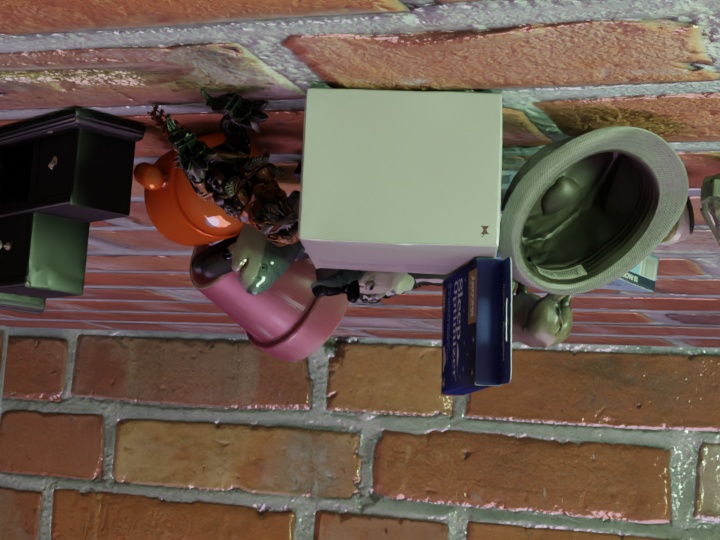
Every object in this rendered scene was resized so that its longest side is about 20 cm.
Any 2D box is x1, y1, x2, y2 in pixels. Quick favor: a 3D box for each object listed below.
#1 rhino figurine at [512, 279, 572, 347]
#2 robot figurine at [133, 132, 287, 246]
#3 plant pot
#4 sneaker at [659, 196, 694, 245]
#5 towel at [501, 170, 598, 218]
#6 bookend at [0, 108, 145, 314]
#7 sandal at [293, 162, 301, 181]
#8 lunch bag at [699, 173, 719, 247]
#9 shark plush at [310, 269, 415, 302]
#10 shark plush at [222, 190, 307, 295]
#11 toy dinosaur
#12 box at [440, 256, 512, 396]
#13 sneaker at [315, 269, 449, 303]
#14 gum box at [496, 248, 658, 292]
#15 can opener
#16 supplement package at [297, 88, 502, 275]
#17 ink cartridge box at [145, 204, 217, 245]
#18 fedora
[{"bbox_3d":[0.178,0.045,1.667,0.059,0.088,0.199,15,172,-32],"label":"rhino figurine"},{"bbox_3d":[-0.170,-0.089,1.581,0.144,0.117,0.199,47,155,-16],"label":"robot figurine"},{"bbox_3d":[-0.133,0.003,2.013,0.178,0.202,0.199,29,159,-33],"label":"plant pot"},{"bbox_3d":[0.281,-0.061,1.639,0.088,0.078,0.199,-5,179,-38],"label":"sneaker"},{"bbox_3d":[0.196,-0.086,1.565,0.198,0.024,0.147,3,-163,7],"label":"towel"},{"bbox_3d":[-0.336,-0.059,1.573,0.092,0.202,0.198,10,170,-41],"label":"bookend"},{"bbox_3d":[0.016,-0.103,1.593,0.199,0.043,0.076,5,155,33],"label":"sandal"},{"bbox_3d":[0.474,-0.055,1.520,0.163,0.119,0.199,-2,164,42],"label":"lunch bag"},{"bbox_3d":[0.000,0.000,1.592,0.083,0.092,0.200,24,-140,20],"label":"shark plush"},{"bbox_3d":[-0.064,-0.033,1.536,0.199,0.083,0.091,-17,145,-45],"label":"shark plush"},{"bbox_3d":[-0.141,-0.099,1.408,0.198,0.103,0.136,18,152,14],"label":"toy dinosaur"},{"bbox_3d":[0.112,0.057,1.409,0.032,0.123,0.200,3,171,-9],"label":"box"},{"bbox_3d":[0.037,0.000,1.736,0.198,0.092,0.076,13,-168,17],"label":"sneaker"},{"bbox_3d":[0.216,-0.017,1.659,0.199,0.045,0.169,3,170,43],"label":"gum box"},{"bbox_3d":[-0.101,-0.036,1.640,0.199,0.079,0.063,-23,-168,-33],"label":"can opener"},{"bbox_3d":[0.043,-0.082,1.409,0.189,0.149,0.200,2,172,3],"label":"supplement package"},{"bbox_3d":[-0.157,-0.063,1.751,0.198,0.067,0.116,20,171,0],"label":"ink cartridge box"},{"bbox_3d":[0.219,-0.073,1.430,0.176,0.200,0.091,34,-164,-33],"label":"fedora"}]
